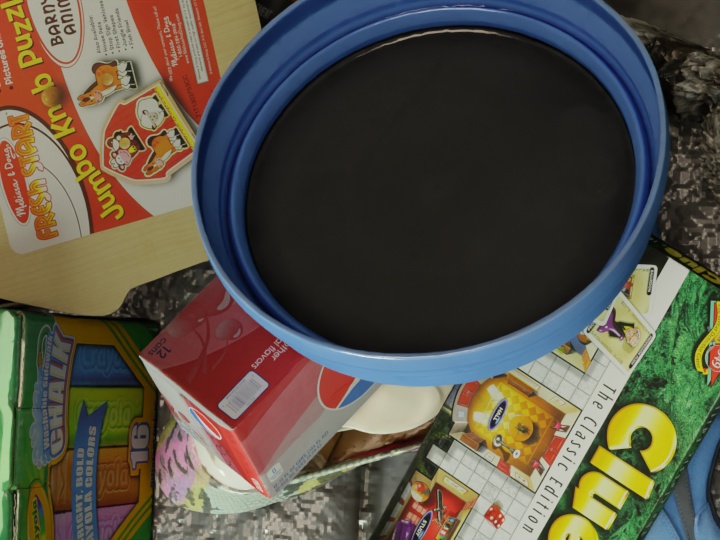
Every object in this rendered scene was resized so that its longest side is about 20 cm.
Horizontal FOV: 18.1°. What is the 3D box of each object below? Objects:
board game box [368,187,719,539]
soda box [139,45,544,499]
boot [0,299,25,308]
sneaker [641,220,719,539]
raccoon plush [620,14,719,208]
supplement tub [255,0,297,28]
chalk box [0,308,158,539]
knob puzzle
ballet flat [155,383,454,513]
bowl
[{"bbox_3d":[0.083,0.076,0.964,0.105,0.023,0.200,32,104,17],"label":"board game box"},{"bbox_3d":[0.000,0.000,0.990,0.063,0.070,0.200,35,73,31],"label":"soda box"},{"bbox_3d":[-0.252,-0.027,1.076,0.203,0.154,0.074,13,92,19],"label":"boot"},{"bbox_3d":[0.132,0.035,0.996,0.078,0.066,0.201,-5,87,10],"label":"sneaker"},{"bbox_3d":[0.172,-0.017,0.988,0.200,0.097,0.134,32,110,41],"label":"raccoon plush"},{"bbox_3d":[-0.037,-0.200,1.038,0.107,0.107,0.200,35,99,17],"label":"supplement tub"},{"bbox_3d":[-0.187,0.078,1.025,0.124,0.200,0.124,1,88,19],"label":"chalk box"},{"bbox_3d":[-0.139,-0.075,0.981,0.219,0.030,0.220,-5,105,-18],"label":"knob puzzle"},{"bbox_3d":[-0.015,0.066,1.036,0.200,0.071,0.069,-16,87,18],"label":"ballet flat"},{"bbox_3d":[0.030,-0.042,0.943,0.200,0.039,0.201,-6,59,9],"label":"bowl"}]
